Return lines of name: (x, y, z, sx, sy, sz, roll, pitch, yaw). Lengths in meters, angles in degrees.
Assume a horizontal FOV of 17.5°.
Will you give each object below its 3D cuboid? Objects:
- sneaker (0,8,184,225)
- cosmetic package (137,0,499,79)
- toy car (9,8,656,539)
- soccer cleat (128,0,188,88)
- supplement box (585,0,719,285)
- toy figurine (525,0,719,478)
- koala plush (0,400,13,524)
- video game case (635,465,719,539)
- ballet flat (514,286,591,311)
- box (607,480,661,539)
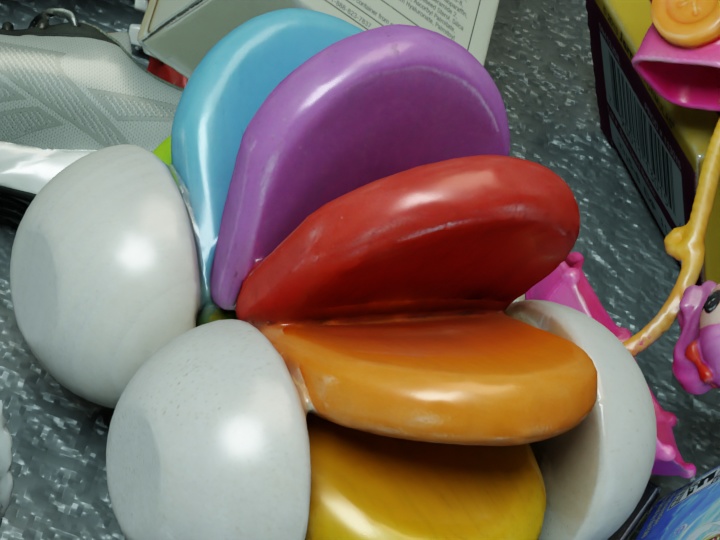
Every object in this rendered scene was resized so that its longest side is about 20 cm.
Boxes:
sneaker: (-0.128, -0.058, 0.816, 0.199, 0.074, 0.080, 20, 73, -16)
cosmetic package: (0.002, -0.147, 0.844, 0.103, 0.073, 0.201, 33, 54, -27)
toy car: (0.000, 0.000, 0.716, 0.174, 0.151, 0.200, -4, 42, -31)
soccer cleat: (-0.050, -0.113, 0.954, 0.084, 0.069, 0.201, 8, 34, -7)
supplement box: (0.209, -0.084, 0.979, 0.198, 0.104, 0.131, -18, 47, -4)
toy figurine: (0.140, -0.013, 0.805, 0.199, 0.185, 0.150, 18, -12, 37)
koala plush: (-0.115, 0.133, 0.501, 0.182, 0.201, 0.178, 15, 38, -15)
video game case: (0.139, 0.099, 0.712, 0.046, 0.181, 0.200, 50, 36, -7)
ballet flat: (0.021, -0.032, 0.914, 0.072, 0.068, 0.201, -13, 52, -16)
box: (0.012, 0.100, 0.758, 0.110, 0.035, 0.200, 34, 37, 11)
